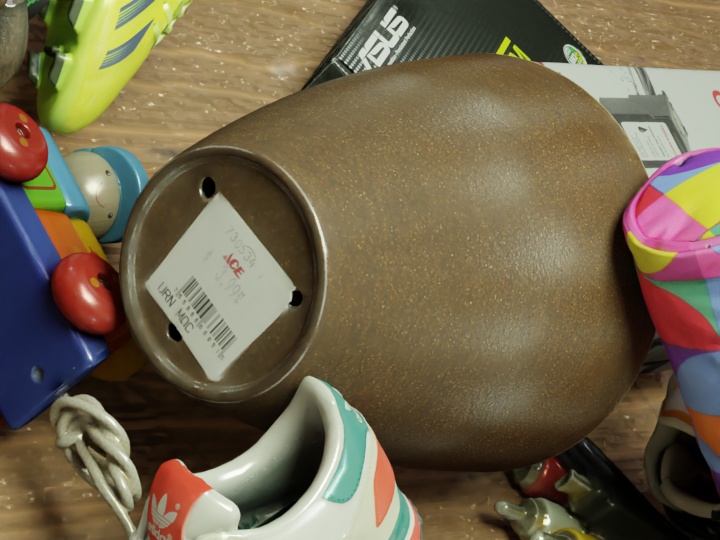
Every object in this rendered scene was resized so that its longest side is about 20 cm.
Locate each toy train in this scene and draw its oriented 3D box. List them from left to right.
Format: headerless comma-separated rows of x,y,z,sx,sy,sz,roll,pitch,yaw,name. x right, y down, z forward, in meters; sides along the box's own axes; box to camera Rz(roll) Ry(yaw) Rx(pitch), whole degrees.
-0.104,0.029,0.726,0.201,0.085,0.115,59,26,14,toy train

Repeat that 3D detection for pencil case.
0.175,0.039,0.751,0.201,0.088,0.089,68,29,-28,pencil case

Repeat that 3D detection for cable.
0.141,0.143,0.900,0.200,0.050,0.097,39,20,-31,cable

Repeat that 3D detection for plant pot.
0.000,0.000,0.722,0.199,0.187,0.188,-4,60,-59,plant pot

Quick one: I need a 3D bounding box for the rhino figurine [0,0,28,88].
-0.205,-0.138,0.735,0.199,0.088,0.060,35,34,28,rhino figurine

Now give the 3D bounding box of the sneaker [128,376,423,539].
-0.068,0.113,0.613,0.199,0.094,0.070,-37,41,-20,sneaker

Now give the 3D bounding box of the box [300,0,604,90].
0.075,-0.088,1.012,0.193,0.047,0.200,44,38,-10,box

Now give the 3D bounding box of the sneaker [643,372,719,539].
0.188,0.111,0.888,0.079,0.078,0.201,-44,131,-25,sneaker

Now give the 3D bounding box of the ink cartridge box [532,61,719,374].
0.131,-0.026,0.914,0.199,0.083,0.146,-4,65,-42,ink cartridge box

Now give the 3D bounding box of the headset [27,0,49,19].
-0.177,-0.183,0.809,0.094,0.124,0.200,12,24,-51,headset

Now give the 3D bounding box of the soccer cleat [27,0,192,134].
-0.081,-0.145,0.788,0.083,0.065,0.201,29,74,-28,soccer cleat
